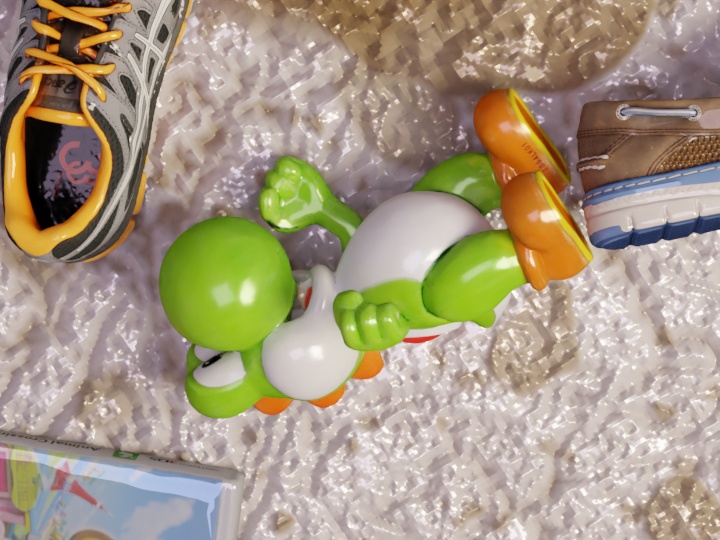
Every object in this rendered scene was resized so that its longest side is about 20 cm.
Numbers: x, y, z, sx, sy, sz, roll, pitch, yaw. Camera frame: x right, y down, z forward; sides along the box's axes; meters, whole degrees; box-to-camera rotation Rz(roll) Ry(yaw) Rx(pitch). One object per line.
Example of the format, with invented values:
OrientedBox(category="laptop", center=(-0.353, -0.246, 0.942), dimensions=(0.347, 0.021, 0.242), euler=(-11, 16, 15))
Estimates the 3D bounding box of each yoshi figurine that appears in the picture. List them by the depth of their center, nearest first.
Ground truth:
OrientedBox(category="yoshi figurine", center=(-0.007, -0.006, 1.078), dimensions=(0.200, 0.112, 0.112), euler=(-30, 85, 16))

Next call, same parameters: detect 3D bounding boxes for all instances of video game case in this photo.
OrientedBox(category="video game case", center=(-0.157, 0.178, 1.182), dimensions=(0.182, 0.022, 0.200), euler=(9, 105, 6))

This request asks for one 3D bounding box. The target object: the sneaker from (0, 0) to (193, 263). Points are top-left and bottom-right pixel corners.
OrientedBox(category="sneaker", center=(-0.121, -0.095, 1.082), dimensions=(0.078, 0.077, 0.200), euler=(6, 103, 8))

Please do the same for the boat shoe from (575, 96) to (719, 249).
OrientedBox(category="boat shoe", center=(0.190, -0.063, 1.047), dimensions=(0.200, 0.072, 0.073), euler=(-11, 84, -2))
